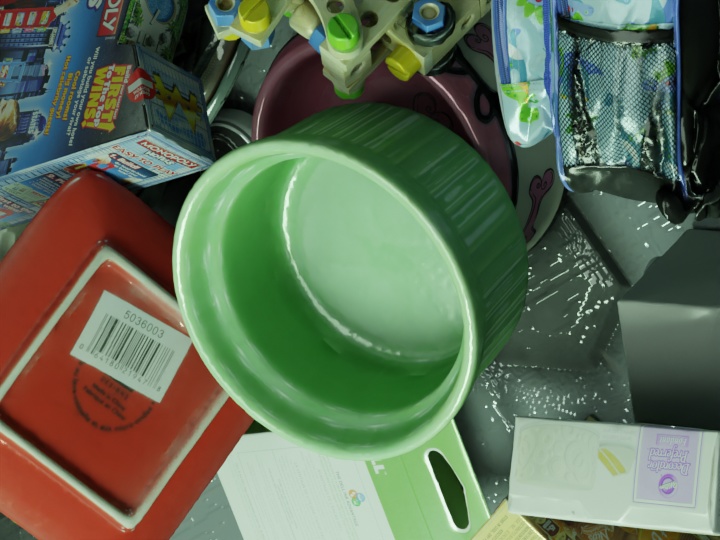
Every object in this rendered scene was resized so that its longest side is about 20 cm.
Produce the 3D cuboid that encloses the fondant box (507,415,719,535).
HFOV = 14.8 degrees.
[{"bbox_3d":[0.201,0.120,1.550,0.144,0.200,0.058,1,85,44],"label":"fondant box"}]

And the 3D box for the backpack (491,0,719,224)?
[{"bbox_3d":[0.155,-0.151,1.462,0.147,0.183,0.201,11,114,27],"label":"backpack"}]

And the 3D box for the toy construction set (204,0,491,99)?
[{"bbox_3d":[0.017,-0.181,1.568,0.131,0.092,0.200,38,88,19],"label":"toy construction set"}]

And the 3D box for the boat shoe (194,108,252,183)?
[{"bbox_3d":[-0.081,-0.001,1.769,0.070,0.066,0.200,11,120,28],"label":"boat shoe"}]

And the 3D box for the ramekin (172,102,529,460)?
[{"bbox_3d":[0.000,0.000,1.602,0.200,0.098,0.200,15,121,26],"label":"ramekin"}]

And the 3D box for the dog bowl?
[{"bbox_3d":[0.022,-0.074,1.659,0.200,0.074,0.201,15,121,27],"label":"dog bowl"}]

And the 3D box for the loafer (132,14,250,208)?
[{"bbox_3d":[-0.130,-0.100,1.737,0.063,0.072,0.200,25,132,-13],"label":"loafer"}]

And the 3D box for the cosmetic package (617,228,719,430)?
[{"bbox_3d":[0.255,0.037,1.546,0.200,0.107,0.090,3,116,34],"label":"cosmetic package"}]

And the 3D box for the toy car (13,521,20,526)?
[{"bbox_3d":[-0.229,0.105,1.875,0.158,0.164,0.200,49,142,2],"label":"toy car"}]

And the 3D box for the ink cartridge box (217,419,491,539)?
[{"bbox_3d":[0.007,0.133,1.787,0.200,0.059,0.104,-8,109,36],"label":"ink cartridge box"}]

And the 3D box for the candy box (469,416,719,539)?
[{"bbox_3d":[0.174,0.194,1.674,0.200,0.115,0.055,43,130,7],"label":"candy box"}]

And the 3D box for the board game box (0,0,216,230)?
[{"bbox_3d":[-0.159,-0.123,1.689,0.200,0.062,0.200,4,74,45],"label":"board game box"}]

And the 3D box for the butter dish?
[{"bbox_3d":[-0.178,0.058,1.716,0.200,0.200,0.148,40,171,-28],"label":"butter dish"}]

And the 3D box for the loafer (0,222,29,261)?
[{"bbox_3d":[-0.230,-0.055,1.839,0.063,0.072,0.200,40,131,20],"label":"loafer"}]
